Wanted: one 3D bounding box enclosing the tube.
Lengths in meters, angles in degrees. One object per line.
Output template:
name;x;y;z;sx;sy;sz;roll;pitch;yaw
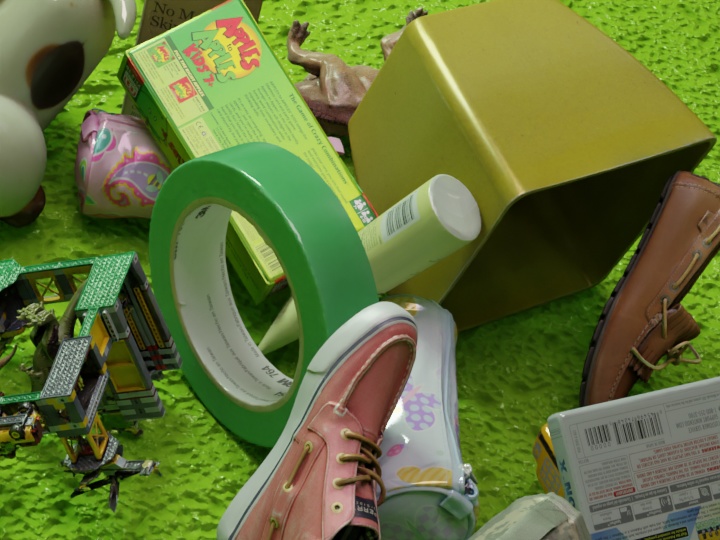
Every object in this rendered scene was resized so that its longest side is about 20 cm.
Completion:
tube;0.000;0.000;1.531;0.058;0.199;0.052;6;60;-47

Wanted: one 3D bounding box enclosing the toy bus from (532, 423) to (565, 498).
toy bus;0.214;0.138;1.516;0.198;0.079;0.065;-6;45;-25

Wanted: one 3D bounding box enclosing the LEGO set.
LEGO set;-0.199;0.084;1.440;0.152;0.117;0.201;-13;35;11

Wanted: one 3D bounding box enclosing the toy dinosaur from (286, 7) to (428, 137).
toy dinosaur;0.006;-0.133;1.761;0.198;0.086;0.136;-4;50;-15

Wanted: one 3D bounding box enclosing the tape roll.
tape roll;-0.067;0.017;1.462;0.048;0.202;0.200;-20;51;-35

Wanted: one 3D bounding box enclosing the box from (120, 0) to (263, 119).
box;-0.123;-0.208;1.705;0.094;0.201;0.078;12;39;-5

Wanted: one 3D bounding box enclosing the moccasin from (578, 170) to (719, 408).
moccasin;0.217;0.031;1.569;0.077;0.074;0.203;26;85;11

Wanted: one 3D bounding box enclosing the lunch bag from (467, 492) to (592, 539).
lunch bag;0.056;0.237;1.249;0.117;0.201;0.164;36;42;23

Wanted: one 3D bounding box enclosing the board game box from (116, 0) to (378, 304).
board game box;-0.082;-0.089;1.588;0.101;0.048;0.201;-29;81;-22

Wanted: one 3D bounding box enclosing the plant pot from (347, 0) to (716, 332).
plant pot;0.104;-0.089;1.615;0.199;0.200;0.177;-16;65;-34

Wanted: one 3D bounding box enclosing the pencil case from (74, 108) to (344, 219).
pencil case;-0.115;-0.074;1.644;0.198;0.088;0.088;5;40;-12

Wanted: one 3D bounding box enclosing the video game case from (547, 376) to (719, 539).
video game case;0.231;0.166;1.450;0.198;0.022;0.184;-10;82;-27

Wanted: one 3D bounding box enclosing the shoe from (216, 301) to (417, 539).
shoe;-0.008;0.124;1.369;0.071;0.201;0.091;25;11;-46

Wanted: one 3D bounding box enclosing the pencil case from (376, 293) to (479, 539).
pencil case;0.032;0.106;1.478;0.083;0.091;0.201;27;33;-23

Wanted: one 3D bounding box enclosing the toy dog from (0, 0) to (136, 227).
toy dog;-0.260;-0.130;1.612;0.192;0.140;0.202;9;68;20
